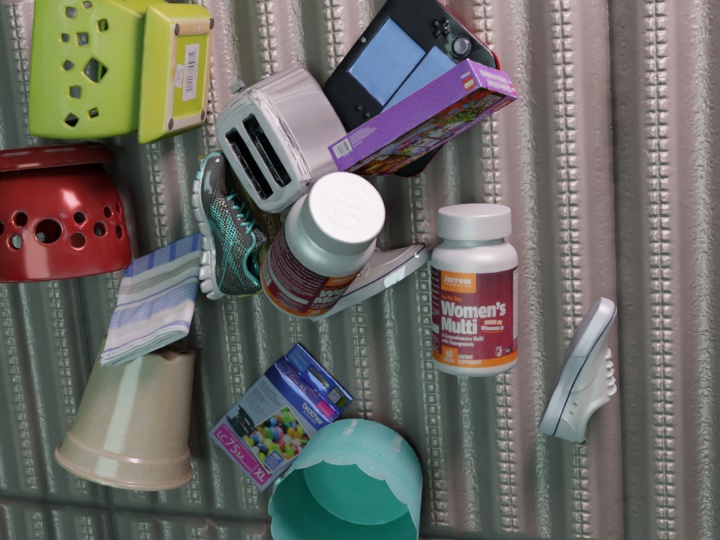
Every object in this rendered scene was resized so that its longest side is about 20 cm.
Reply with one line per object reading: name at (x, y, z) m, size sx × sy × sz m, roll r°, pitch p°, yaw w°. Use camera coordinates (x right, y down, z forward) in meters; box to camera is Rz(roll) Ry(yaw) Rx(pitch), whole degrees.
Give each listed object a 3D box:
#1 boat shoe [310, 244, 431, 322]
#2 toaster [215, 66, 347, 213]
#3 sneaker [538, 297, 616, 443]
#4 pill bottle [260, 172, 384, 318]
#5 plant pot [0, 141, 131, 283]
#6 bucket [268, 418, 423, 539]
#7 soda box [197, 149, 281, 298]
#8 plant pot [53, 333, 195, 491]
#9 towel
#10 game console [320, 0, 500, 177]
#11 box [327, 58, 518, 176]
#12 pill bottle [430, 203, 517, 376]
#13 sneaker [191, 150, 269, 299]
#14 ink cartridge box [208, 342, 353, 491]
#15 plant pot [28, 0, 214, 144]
boat shoe at (0.000, 0.000, 1.380) m, size 0.199 × 0.071 × 0.070 m, roll -26°, pitch 95°, yaw 31°
toaster at (-0.094, -0.157, 1.334) m, size 0.113 × 0.129 × 0.201 m, roll -28°, pitch 92°, yaw 38°
sneaker at (0.287, 0.127, 1.302) m, size 0.071 × 0.073 × 0.201 m, roll 20°, pitch 118°, yaw 6°
pill bottle at (-0.046, -0.028, 1.255) m, size 0.110 × 0.110 × 0.200 m, roll 46°, pitch 149°, yaw 5°
plant pot at (-0.428, -0.083, 1.453) m, size 0.199 × 0.200 × 0.183 m, roll -2°, pitch 99°, yaw 22°
bucket at (-0.012, 0.309, 1.399) m, size 0.206 × 0.135 × 0.208 m, roll 5°, pitch 113°, yaw 11°
soda box at (-0.153, -0.069, 1.419) m, size 0.064 × 0.068 × 0.201 m, roll -12°, pitch 98°, yaw 23°
plant pot at (-0.320, 0.191, 1.494) m, size 0.200 × 0.200 × 0.184 m, roll 14°, pitch 96°, yaw 17°
towel at (-0.283, 0.036, 1.436) m, size 0.146 × 0.201 × 0.024 m, roll -22°, pitch 129°, yaw 21°
game console at (0.061, -0.238, 1.318) m, size 0.177 × 0.031 × 0.200 m, roll 44°, pitch 113°, yaw 6°
box at (0.076, -0.175, 1.235) m, size 0.200 × 0.137 × 0.039 m, roll -29°, pitch 81°, yaw 25°
pill bottle at (0.142, 0.023, 1.304) m, size 0.109 × 0.110 × 0.201 m, roll 3°, pitch 104°, yaw 20°
sneaker at (-0.161, -0.057, 1.353) m, size 0.091 × 0.078 × 0.201 m, roll 4°, pitch 113°, yaw 17°
ink cartridge box at (-0.116, 0.210, 1.488) m, size 0.119 × 0.042 × 0.200 m, roll 46°, pitch 112°, yaw 5°
plant pot at (-0.302, -0.269, 1.367) m, size 0.181 × 0.199 × 0.201 m, roll 10°, pitch 106°, yaw 12°
